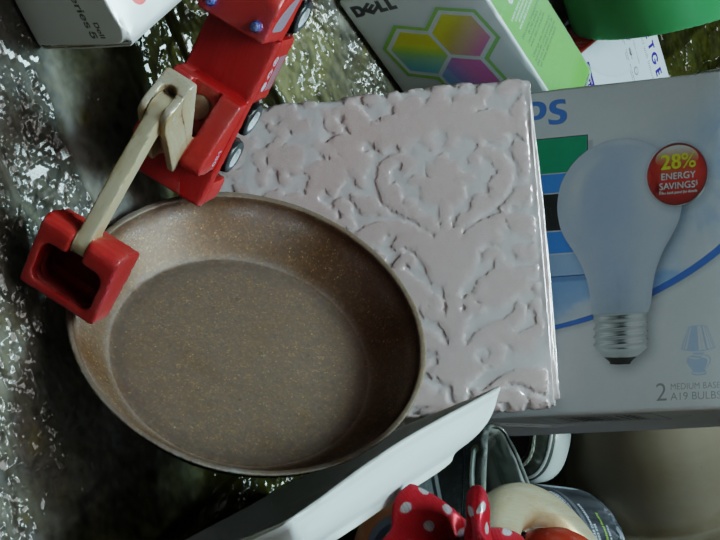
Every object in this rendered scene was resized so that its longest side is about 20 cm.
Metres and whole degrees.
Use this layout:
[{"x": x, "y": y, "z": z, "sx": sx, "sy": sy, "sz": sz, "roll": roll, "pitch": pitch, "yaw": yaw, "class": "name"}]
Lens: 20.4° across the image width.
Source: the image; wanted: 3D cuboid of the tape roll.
[{"x": 0.245, "y": -0.228, "z": 1.479, "sx": 0.200, "sy": 0.199, "sz": 0.049, "roll": -39, "pitch": 117, "yaw": -47, "class": "tape roll"}]

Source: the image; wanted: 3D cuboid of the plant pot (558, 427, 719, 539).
[{"x": 0.217, "y": 0.088, "z": 1.397, "sx": 0.200, "sy": 0.199, "sz": 0.175, "roll": -52, "pitch": 131, "yaw": -41, "class": "plant pot"}]

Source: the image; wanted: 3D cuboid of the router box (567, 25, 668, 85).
[{"x": 0.184, "y": -0.079, "z": 1.506, "sx": 0.179, "sy": 0.049, "sz": 0.201, "roll": -41, "pitch": 118, "yaw": -46, "class": "router box"}]

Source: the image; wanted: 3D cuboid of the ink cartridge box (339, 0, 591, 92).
[{"x": 0.058, "y": -0.171, "z": 1.309, "sx": 0.200, "sy": 0.103, "sz": 0.060, "roll": 52, "pitch": 45, "yaw": -35, "class": "ink cartridge box"}]

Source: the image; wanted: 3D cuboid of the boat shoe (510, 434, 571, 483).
[{"x": 0.088, "y": 0.049, "z": 1.358, "sx": 0.063, "sy": 0.070, "sz": 0.202, "roll": -11, "pitch": 87, "yaw": -53, "class": "boat shoe"}]

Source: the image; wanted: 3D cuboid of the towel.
[{"x": 0.011, "y": -0.008, "z": 1.174, "sx": 0.032, "sy": 0.198, "sz": 0.193, "roll": 22, "pitch": 64, "yaw": -82, "class": "towel"}]

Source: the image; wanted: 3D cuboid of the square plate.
[{"x": -0.040, "y": 0.135, "z": 1.076, "sx": 0.199, "sy": 0.197, "sz": 0.029, "roll": -27, "pitch": 89, "yaw": -50, "class": "square plate"}]

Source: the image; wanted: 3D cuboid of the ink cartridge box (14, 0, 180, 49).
[{"x": -0.119, "y": -0.234, "z": 1.082, "sx": 0.200, "sy": 0.084, "sz": 0.146, "roll": -48, "pitch": 124, "yaw": -34, "class": "ink cartridge box"}]

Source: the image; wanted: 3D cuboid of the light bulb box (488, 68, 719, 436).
[{"x": 0.150, "y": -0.005, "z": 1.234, "sx": 0.125, "sy": 0.197, "sz": 0.202, "roll": 19, "pitch": 68, "yaw": -63, "class": "light bulb box"}]

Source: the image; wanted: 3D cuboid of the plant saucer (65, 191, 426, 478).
[{"x": -0.064, "y": 0.041, "z": 1.101, "sx": 0.201, "sy": 0.199, "sz": 0.037, "roll": -50, "pitch": 164, "yaw": -42, "class": "plant saucer"}]

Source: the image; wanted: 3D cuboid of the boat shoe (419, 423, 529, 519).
[{"x": 0.081, "y": 0.171, "z": 1.143, "sx": 0.072, "sy": 0.071, "sz": 0.201, "roll": 22, "pitch": 35, "yaw": -42, "class": "boat shoe"}]

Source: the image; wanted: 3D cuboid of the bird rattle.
[{"x": 0.089, "y": 0.180, "z": 1.055, "sx": 0.200, "sy": 0.113, "sz": 0.163, "roll": 43, "pitch": 27, "yaw": -6, "class": "bird rattle"}]

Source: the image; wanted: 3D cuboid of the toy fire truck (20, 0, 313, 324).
[{"x": -0.099, "y": -0.079, "z": 1.077, "sx": 0.201, "sy": 0.049, "sz": 0.141, "roll": -62, "pitch": 172, "yaw": 18, "class": "toy fire truck"}]

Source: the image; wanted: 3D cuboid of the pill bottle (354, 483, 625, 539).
[{"x": 0.081, "y": 0.187, "z": 1.299, "sx": 0.199, "sy": 0.106, "sz": 0.107, "roll": 14, "pitch": 75, "yaw": -51, "class": "pill bottle"}]
